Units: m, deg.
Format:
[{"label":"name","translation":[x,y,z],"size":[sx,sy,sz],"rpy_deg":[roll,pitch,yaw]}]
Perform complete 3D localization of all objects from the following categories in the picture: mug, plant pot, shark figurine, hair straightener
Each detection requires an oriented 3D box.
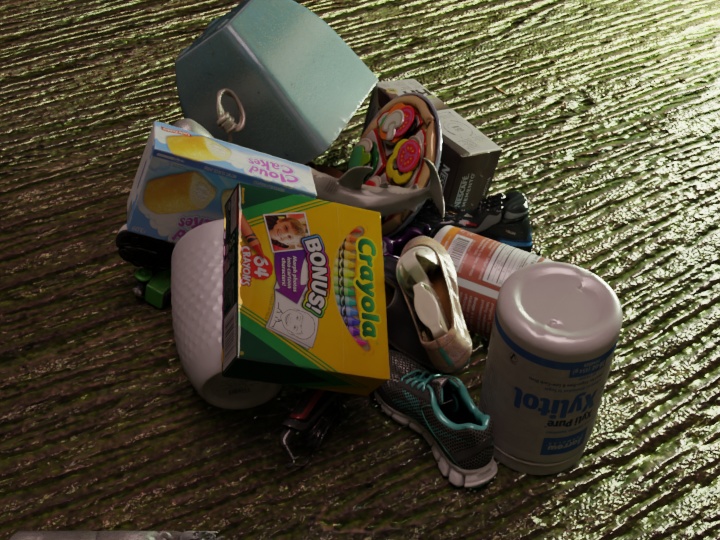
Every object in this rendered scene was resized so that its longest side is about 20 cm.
[{"label":"mug","translation":[-0.115,0.057,1.249],"size":[0.196,0.149,0.178],"rpy_deg":[0,54,-11]},{"label":"plant pot","translation":[-0.131,-0.252,1.484],"size":[0.195,0.201,0.197],"rpy_deg":[-22,24,39]},{"label":"shark figurine","translation":[0.017,-0.073,1.358],"size":[0.210,0.128,0.091],"rpy_deg":[4,72,20]},{"label":"hair straightener","translation":[-0.028,0.145,1.206],"size":[0.040,0.078,0.201],"rpy_deg":[0,42,34]}]

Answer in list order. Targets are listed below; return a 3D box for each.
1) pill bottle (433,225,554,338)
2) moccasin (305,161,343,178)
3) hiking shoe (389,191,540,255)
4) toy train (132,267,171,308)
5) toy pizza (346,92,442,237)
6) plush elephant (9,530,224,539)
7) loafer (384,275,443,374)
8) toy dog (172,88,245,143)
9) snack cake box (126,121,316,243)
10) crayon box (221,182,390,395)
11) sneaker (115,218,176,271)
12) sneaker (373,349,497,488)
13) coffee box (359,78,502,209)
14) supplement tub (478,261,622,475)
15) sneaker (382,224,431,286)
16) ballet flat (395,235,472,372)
[{"label":"pill bottle","translation":[0.173,0.029,1.322],"size":[0.197,0.114,0.113],"rpy_deg":[21,45,17]},{"label":"moccasin","translation":[-0.059,-0.076,1.438],"size":[0.077,0.074,0.203],"rpy_deg":[22,40,-17]},{"label":"hiking shoe","translation":[0.126,-0.038,1.421],"size":[0.196,0.088,0.075],"rpy_deg":[-7,23,24]},{"label":"toy train","translation":[-0.219,-0.026,1.412],"size":[0.056,0.042,0.201],"rpy_deg":[27,46,10]},{"label":"toy pizza","translation":[0.034,-0.139,1.445],"size":[0.031,0.201,0.202],"rpy_deg":[17,33,-33]},{"label":"plush elephant","translation":[-0.199,0.312,0.977],"size":[0.197,0.164,0.158],"rpy_deg":[-10,73,35]},{"label":"loafer","translation":[0.031,0.049,1.283],"size":[0.199,0.072,0.073],"rpy_deg":[36,81,5]},{"label":"toy dog","translation":[-0.172,-0.114,1.387],"size":[0.095,0.201,0.133],"rpy_deg":[-16,28,38]},{"label":"snack cake box","translation":[-0.163,-0.084,1.291],"size":[0.197,0.116,0.068],"rpy_deg":[14,31,-21]},{"label":"crayon box","translation":[-0.059,0.021,1.179],"size":[0.170,0.058,0.204],"rpy_deg":[9,61,-23]},{"label":"sneaker","translation":[-0.196,-0.028,1.353],"size":[0.197,0.074,0.080],"rpy_deg":[23,44,-13]},{"label":"sneaker","translation":[0.083,0.140,1.209],"size":[0.077,0.092,0.200],"rpy_deg":[-25,49,-29]},{"label":"coffee box","translation":[0.091,-0.164,1.516],"size":[0.079,0.115,0.200],"rpy_deg":[-13,42,-36]},{"label":"supplement tub","translation":[0.197,0.105,1.174],"size":[0.129,0.202,0.133],"rpy_deg":[1,41,-1]},{"label":"sneaker","translation":[0.000,0.000,1.359],"size":[0.198,0.089,0.074],"rpy_deg":[-23,48,-26]},{"label":"ballet flat","translation":[0.075,0.021,1.226],"size":[0.068,0.067,0.202],"rpy_deg":[-34,45,13]}]
